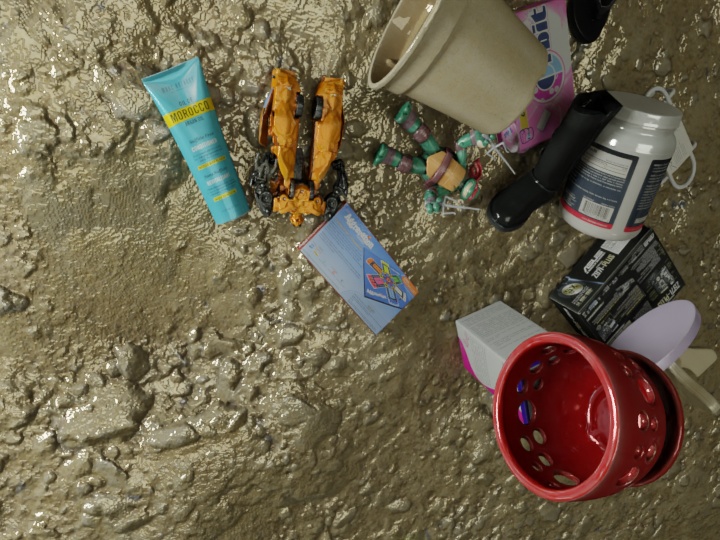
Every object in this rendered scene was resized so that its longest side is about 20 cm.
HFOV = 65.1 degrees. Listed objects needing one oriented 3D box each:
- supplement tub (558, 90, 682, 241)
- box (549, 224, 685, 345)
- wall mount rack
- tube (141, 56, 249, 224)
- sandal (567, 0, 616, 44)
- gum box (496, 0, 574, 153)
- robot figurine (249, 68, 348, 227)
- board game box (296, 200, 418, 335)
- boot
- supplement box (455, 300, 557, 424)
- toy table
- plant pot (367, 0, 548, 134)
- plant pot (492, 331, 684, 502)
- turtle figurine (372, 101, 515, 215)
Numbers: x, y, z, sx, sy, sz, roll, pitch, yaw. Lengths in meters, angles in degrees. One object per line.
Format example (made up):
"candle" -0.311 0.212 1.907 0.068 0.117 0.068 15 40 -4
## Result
"supplement tub" 0.411 -0.165 0.902 0.136 0.141 0.205 -4 124 -19
"box" 0.475 0.037 1.043 0.163 0.086 0.201 42 90 -27
"wall mount rack" 0.496 -0.210 0.984 0.174 0.074 0.201 -44 116 -6
"tube" -0.206 -0.164 0.742 0.076 0.050 0.205 -27 109 -19
"sandal" 0.379 -0.459 0.870 0.074 0.043 0.206 12 102 -24
"gum box" 0.259 -0.293 0.864 0.111 0.066 0.205 -22 114 -14
"robot figurine" -0.081 -0.164 0.780 0.141 0.058 0.206 2 105 -21
"board game box" 0.000 0.000 0.885 0.103 0.019 0.201 -42 116 -2
"boot" 0.283 -0.161 0.841 0.163 0.201 0.066 -36 75 -32
"supplement box" 0.250 0.145 0.928 0.101 0.200 0.104 -22 114 -13
"toy table" 0.518 0.164 0.966 0.198 0.184 0.118 -39 102 9
"plant pot" 0.135 -0.282 0.736 0.180 0.200 0.204 27 97 -20
"plant pot" 0.302 0.194 0.746 0.178 0.200 0.206 13 103 -32
"turtle figurine" 0.123 -0.152 0.840 0.196 0.101 0.153 29 83 -12
